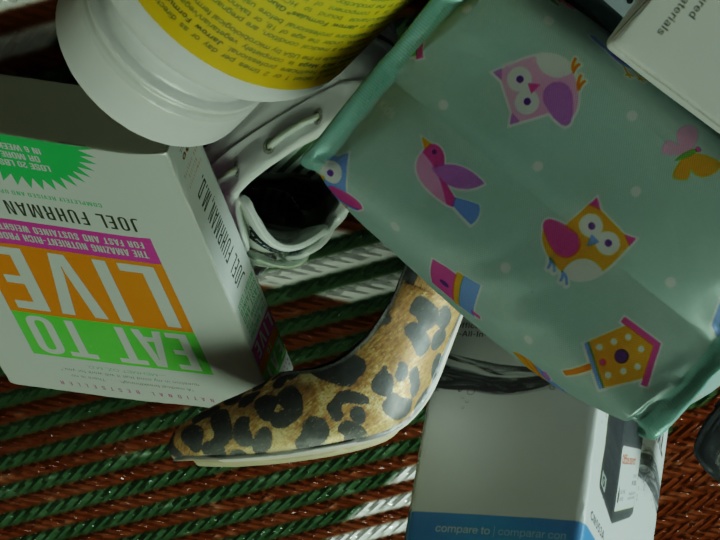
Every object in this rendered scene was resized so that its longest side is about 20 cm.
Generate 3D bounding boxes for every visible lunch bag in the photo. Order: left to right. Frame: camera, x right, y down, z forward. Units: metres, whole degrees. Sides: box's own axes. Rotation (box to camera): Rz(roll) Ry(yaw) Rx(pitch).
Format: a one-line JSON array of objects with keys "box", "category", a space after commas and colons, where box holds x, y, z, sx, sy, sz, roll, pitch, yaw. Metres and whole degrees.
[{"box": [0.086, -0.028, 1.029, 0.122, 0.170, 0.200, -51, 172, 7], "category": "lunch bag"}]

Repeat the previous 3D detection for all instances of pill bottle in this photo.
[{"box": [-0.024, -0.132, 0.970, 0.112, 0.113, 0.200, 14, 140, -33], "category": "pill bottle"}]

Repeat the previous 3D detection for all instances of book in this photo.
[{"box": [-0.112, -0.012, 1.155, 0.133, 0.048, 0.200, 9, 150, 19], "category": "book"}]

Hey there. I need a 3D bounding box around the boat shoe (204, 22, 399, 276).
[{"box": [-0.041, -0.035, 1.162, 0.073, 0.067, 0.200, 5, 145, -21], "category": "boat shoe"}]

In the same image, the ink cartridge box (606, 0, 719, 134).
[{"box": [0.190, -0.054, 0.945, 0.200, 0.148, 0.086, 36, 101, 1], "category": "ink cartridge box"}]

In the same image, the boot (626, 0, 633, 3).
[{"box": [0.217, -0.095, 1.050, 0.200, 0.077, 0.138, 42, 120, -1], "category": "boot"}]

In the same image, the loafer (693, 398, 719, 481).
[{"box": [0.239, 0.043, 1.225, 0.200, 0.070, 0.068, -37, 160, 18], "category": "loafer"}]

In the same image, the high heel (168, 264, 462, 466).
[{"box": [0.000, 0.000, 1.163, 0.200, 0.143, 0.071, -16, -175, -7], "category": "high heel"}]

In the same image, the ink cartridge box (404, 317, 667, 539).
[{"box": [0.085, 0.091, 1.252, 0.084, 0.200, 0.145, 1, 152, 19], "category": "ink cartridge box"}]

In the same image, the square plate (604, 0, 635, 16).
[{"box": [0.179, -0.096, 1.159, 0.200, 0.028, 0.198, -17, 147, 12], "category": "square plate"}]
